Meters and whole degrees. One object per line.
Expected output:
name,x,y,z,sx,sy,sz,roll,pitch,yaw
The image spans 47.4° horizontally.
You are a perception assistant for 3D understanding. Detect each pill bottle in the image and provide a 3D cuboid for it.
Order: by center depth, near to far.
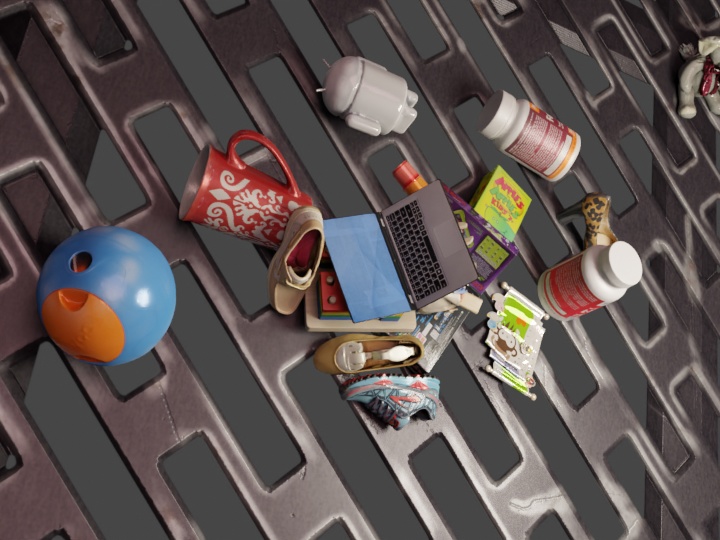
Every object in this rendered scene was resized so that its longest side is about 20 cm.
pill bottle,0.448,0.019,1.602,0.110,0.200,0.115,11,66,-25
pill bottle,0.345,-0.280,1.694,0.198,0.114,0.116,28,65,-16

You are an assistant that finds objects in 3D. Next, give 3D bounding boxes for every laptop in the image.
laptop,0.063,-0.035,1.364,0.115,0.198,0.190,14,52,-62

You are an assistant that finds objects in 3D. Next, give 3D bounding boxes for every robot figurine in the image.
robot figurine,0.011,-0.330,1.548,0.197,0.113,0.172,20,52,-19

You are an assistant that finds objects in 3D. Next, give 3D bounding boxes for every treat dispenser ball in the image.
treat dispenser ball,-0.372,0.037,1.208,0.197,0.200,0.205,7,72,-23

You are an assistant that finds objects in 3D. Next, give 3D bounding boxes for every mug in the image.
mug,-0.180,-0.121,1.367,0.197,0.177,0.136,22,54,-23

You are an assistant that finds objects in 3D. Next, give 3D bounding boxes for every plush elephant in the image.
plush elephant,0.854,-0.484,1.973,0.162,0.154,0.204,-3,77,-26

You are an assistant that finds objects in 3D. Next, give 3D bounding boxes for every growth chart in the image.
growth chart,0.303,0.135,1.608,0.143,0.018,0.203,27,63,-17

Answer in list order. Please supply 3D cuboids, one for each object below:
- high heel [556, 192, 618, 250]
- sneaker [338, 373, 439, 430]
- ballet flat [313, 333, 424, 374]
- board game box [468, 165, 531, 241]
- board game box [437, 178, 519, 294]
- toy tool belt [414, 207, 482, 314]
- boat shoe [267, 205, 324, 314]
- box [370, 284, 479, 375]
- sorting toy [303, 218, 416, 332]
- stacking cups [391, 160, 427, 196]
high heel,0.519,-0.079,1.702,0.199,0.142,0.072,37,63,-11
sneaker,0.056,0.229,1.428,0.196,0.079,0.098,4,75,-24
ballet flat,0.017,0.141,1.413,0.196,0.063,0.070,-8,92,-10
board game box,0.263,-0.113,1.608,0.101,0.048,0.201,44,42,-8
board game box,0.186,-0.062,1.529,0.199,0.120,0.032,42,36,4
toy tool belt,0.154,-0.024,1.461,0.120,0.125,0.205,-1,82,1
boat shoe,-0.107,-0.005,1.359,0.072,0.203,0.070,5,30,-21
box,0.111,0.068,1.519,0.159,0.046,0.201,43,62,-8
sorting toy,0.000,0.000,1.437,0.196,0.070,0.203,1,66,-14
stacking cups,0.140,-0.126,1.584,0.060,0.060,0.201,-38,92,-29
